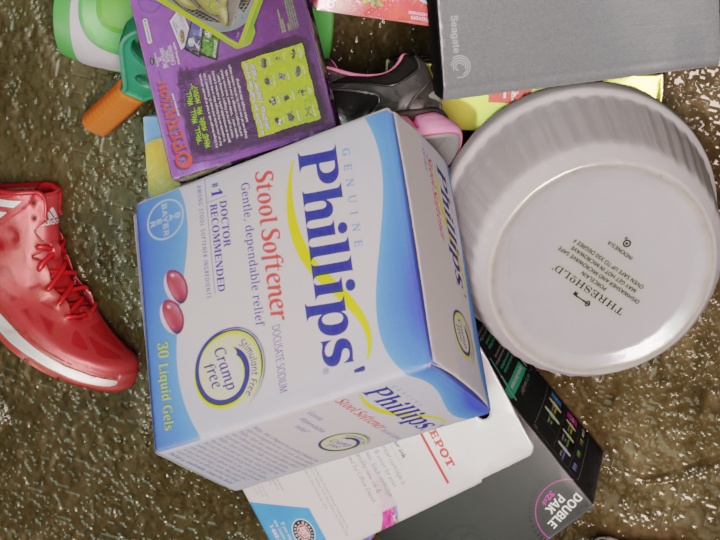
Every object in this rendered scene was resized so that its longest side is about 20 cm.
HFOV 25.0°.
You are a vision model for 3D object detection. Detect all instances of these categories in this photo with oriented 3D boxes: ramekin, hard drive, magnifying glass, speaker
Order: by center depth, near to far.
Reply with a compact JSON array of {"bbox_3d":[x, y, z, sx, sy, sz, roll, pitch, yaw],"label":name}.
[{"bbox_3d":[0.141,-0.196,1.087,0.198,0.033,0.141,-8,106,-10],"label":"hard drive"},{"bbox_3d":[0.156,-0.020,1.114,0.200,0.094,0.204,-3,116,-5],"label":"ramekin"},{"bbox_3d":[-0.159,-0.140,1.197,0.079,0.200,0.023,22,67,-24],"label":"magnifying glass"},{"bbox_3d":[-0.124,-0.186,1.214,0.198,0.088,0.089,8,103,10],"label":"speaker"}]

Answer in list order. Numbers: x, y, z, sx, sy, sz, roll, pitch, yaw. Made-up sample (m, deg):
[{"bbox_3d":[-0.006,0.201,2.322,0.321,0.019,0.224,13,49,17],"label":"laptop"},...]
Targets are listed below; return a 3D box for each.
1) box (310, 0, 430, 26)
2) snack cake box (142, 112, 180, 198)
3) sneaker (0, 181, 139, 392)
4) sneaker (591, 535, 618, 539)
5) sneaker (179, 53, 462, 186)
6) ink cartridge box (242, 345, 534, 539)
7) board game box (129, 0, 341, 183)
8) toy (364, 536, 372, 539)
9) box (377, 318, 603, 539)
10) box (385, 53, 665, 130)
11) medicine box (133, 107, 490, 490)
[{"bbox_3d":[0.063,-0.221,1.132,0.198,0.095,0.104,5,103,-12],"label":"box"},{"bbox_3d":[-0.109,-0.024,1.228,0.066,0.115,0.202,-1,100,11],"label":"snack cake box"},{"bbox_3d":[-0.244,0.003,1.281,0.199,0.078,0.116,31,107,3],"label":"sneaker"},{"bbox_3d":[0.233,0.303,1.247,0.114,0.076,0.202,-3,100,9],"label":"sneaker"},{"bbox_3d":[-0.032,-0.098,1.138,0.198,0.079,0.096,-13,68,0],"label":"sneaker"},{"bbox_3d":[0.014,0.111,1.127,0.199,0.068,0.116,-28,93,16],"label":"ink cartridge box"},{"bbox_3d":[-0.092,-0.171,1.087,0.119,0.032,0.202,-14,84,7],"label":"board game box"},{"bbox_3d":[-0.035,0.166,1.247,0.047,0.115,0.200,-43,90,7],"label":"toy"},{"bbox_3d":[0.063,0.122,1.217,0.148,0.124,0.200,-39,92,17],"label":"box"},{"bbox_3d":[0.120,-0.127,1.183,0.198,0.075,0.051,5,102,11],"label":"box"},{"bbox_3d":[-0.034,0.022,1.058,0.199,0.103,0.184,-20,62,21],"label":"medicine box"}]
